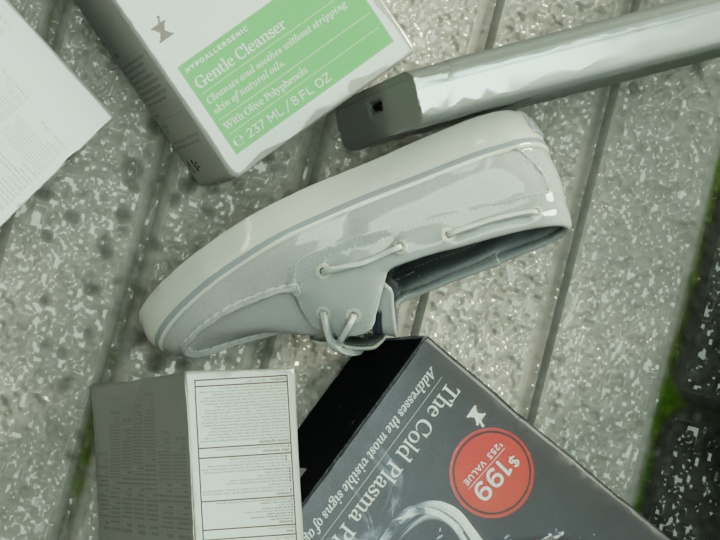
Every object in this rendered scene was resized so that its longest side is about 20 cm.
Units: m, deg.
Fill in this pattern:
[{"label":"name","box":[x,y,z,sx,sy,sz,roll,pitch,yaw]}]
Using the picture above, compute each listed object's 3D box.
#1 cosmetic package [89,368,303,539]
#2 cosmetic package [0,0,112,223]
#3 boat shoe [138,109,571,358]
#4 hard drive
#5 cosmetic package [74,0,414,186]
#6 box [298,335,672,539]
[{"label":"cosmetic package","box":[-0.071,0.085,1.221,0.050,0.200,0.083,-1,87,-16]},{"label":"cosmetic package","box":[-0.208,-0.110,1.264,0.083,0.051,0.200,-44,98,-15]},{"label":"boat shoe","box":[0.000,0.000,1.293,0.199,0.072,0.069,-24,71,-5]},{"label":"hard drive","box":[0.099,-0.095,1.313,0.199,0.132,0.026,-16,91,-16]},{"label":"cosmetic package","box":[-0.080,-0.149,1.292,0.107,0.085,0.201,-37,98,-12]},{"label":"box","box":[0.026,0.162,1.294,0.182,0.104,0.200,39,78,-11]}]
